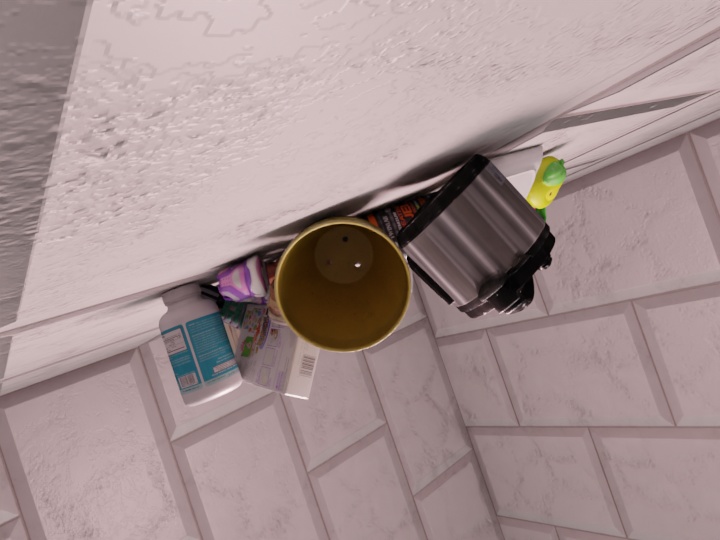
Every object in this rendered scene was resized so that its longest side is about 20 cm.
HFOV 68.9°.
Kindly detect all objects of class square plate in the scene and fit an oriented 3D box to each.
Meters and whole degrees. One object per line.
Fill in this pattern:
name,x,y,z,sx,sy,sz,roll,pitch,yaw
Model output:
square plate,0.225,-0.103,0.891,0.197,0.028,0.201,-21,139,-37

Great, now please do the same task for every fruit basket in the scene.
fruit basket,0.338,-0.150,1.088,0.210,0.159,0.216,-9,-167,2

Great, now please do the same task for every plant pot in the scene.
plant pot,-0.027,0.000,0.808,0.196,0.203,0.143,-20,-159,6

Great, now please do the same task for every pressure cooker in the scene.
pressure cooker,0.169,-0.033,0.731,0.176,0.200,0.179,-46,-178,-19

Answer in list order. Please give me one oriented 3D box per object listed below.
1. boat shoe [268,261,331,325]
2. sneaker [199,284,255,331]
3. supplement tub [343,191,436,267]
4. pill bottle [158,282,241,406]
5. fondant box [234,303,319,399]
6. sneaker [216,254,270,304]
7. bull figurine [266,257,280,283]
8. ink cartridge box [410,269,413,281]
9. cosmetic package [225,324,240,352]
boat shoe,-0.101,0.006,0.907,0.074,0.073,0.201,5,-144,13
sneaker,-0.259,0.083,1.083,0.198,0.076,0.087,33,161,-29
supplement tub,0.065,-0.059,0.924,0.196,0.109,0.107,-19,179,-4
pill bottle,-0.294,0.130,0.948,0.108,0.204,0.111,-18,179,0
fondant box,-0.157,0.145,0.974,0.058,0.148,0.197,23,165,-41
sneaker,-0.207,0.024,0.940,0.086,0.082,0.200,-15,172,-6
bull figurine,-0.188,0.018,1.105,0.197,0.066,0.121,-20,-178,34
ink cartridge box,0.036,0.048,1.187,0.158,0.058,0.201,-5,-155,11
cosmetic package,-0.251,0.120,1.190,0.102,0.204,0.087,-19,180,-30
